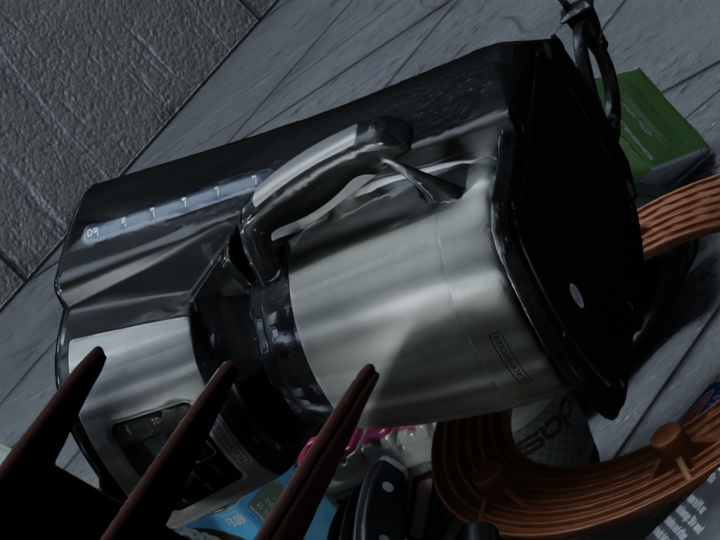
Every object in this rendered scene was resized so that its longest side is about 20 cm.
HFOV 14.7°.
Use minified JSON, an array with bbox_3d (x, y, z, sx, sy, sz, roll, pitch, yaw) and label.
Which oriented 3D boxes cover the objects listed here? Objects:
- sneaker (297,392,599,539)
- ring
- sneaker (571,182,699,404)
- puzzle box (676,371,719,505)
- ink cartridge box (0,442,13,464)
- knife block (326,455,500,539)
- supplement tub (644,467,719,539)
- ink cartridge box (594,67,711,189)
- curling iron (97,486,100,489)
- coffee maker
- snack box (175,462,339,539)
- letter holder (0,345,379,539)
[{"bbox_3d":[0.020,0.092,1.195,0.200,0.087,0.074,-25,25,34],"label":"sneaker"},{"bbox_3d":[0.108,0.024,1.058,0.200,0.019,0.200,-30,26,17],"label":"ring"},{"bbox_3d":[0.071,0.036,1.272,0.200,0.075,0.079,-43,13,10],"label":"sneaker"},{"bbox_3d":[0.199,0.007,1.034,0.200,0.025,0.133,-48,11,-18],"label":"puzzle box"},{"bbox_3d":[-0.129,0.186,1.091,0.147,0.200,0.083,-49,35,-18],"label":"ink cartridge box"},{"bbox_3d":[0.012,0.154,0.848,0.200,0.064,0.176,-161,89,-73],"label":"knife block"},{"bbox_3d":[0.138,0.086,0.748,0.200,0.107,0.107,-44,11,1],"label":"supplement tub"},{"bbox_3d":[0.097,-0.040,1.354,0.104,0.059,0.200,-42,-7,17],"label":"ink cartridge box"},{"bbox_3d":[-0.108,0.177,1.195,0.026,0.200,0.050,-11,29,-26],"label":"curling iron"},{"bbox_3d":[0.000,0.000,1.072,0.200,0.135,0.192,-17,13,23],"label":"coffee maker"},{"bbox_3d":[-0.045,0.141,1.193,0.037,0.116,0.200,-49,11,-27],"label":"snack box"},{"bbox_3d":[-0.086,0.103,0.904,0.142,0.101,0.200,-63,-4,39],"label":"letter holder"}]
